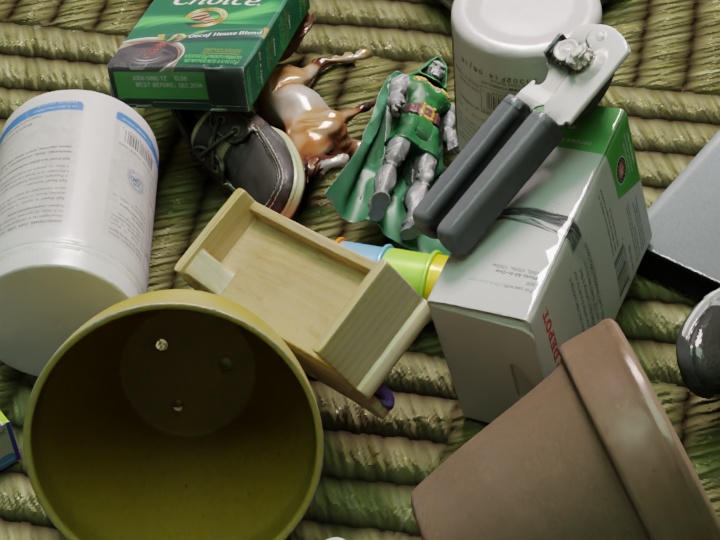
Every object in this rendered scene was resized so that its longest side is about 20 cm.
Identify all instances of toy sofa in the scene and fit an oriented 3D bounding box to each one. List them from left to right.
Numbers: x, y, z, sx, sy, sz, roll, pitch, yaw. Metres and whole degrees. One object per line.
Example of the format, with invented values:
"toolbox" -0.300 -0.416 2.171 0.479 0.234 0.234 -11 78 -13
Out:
"toy sofa" -0.035 0.022 1.388 0.083 0.098 0.200 -52 40 -10

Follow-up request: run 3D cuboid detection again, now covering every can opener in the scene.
"can opener" 0.119 -0.091 1.334 0.200 0.067 0.053 -48 48 -10

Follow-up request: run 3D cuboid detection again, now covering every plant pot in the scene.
"plant pot" -0.125 0.095 1.330 0.199 0.201 0.142 -5 18 0
"plant pot" 0.131 0.156 1.246 0.174 0.201 0.201 -26 46 5

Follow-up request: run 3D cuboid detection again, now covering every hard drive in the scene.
"hard drive" 0.315 -0.046 1.512 0.139 0.033 0.200 27 54 27

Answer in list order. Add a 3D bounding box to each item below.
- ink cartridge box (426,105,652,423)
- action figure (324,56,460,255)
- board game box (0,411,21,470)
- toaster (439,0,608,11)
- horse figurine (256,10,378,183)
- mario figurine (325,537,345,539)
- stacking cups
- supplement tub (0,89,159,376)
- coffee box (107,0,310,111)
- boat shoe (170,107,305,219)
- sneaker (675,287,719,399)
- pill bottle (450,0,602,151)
"ink cartridge box" 0.133 -0.002 1.387 0.084 0.146 0.201 12 55 26
"action figure" 0.044 -0.107 1.563 0.118 0.055 0.201 32 42 -18
"board game box" -0.362 0.101 1.423 0.134 0.045 0.200 -31 51 -23
"toaster" 0.137 -0.283 1.706 0.199 0.114 0.129 -30 46 -19
"horse figurine" -0.036 -0.144 1.630 0.132 0.050 0.200 -19 49 -21
"mario figurine" -0.032 0.243 1.186 0.199 0.124 0.106 -20 51 9
"stacking cups" 0.000 0.000 1.476 0.199 0.061 0.061 12 48 16
"supplement tub" -0.225 -0.031 1.480 0.131 0.132 0.201 -2 45 3
"coffee box" -0.124 -0.198 1.600 0.122 0.044 0.200 3 33 15
"boat shoe" -0.111 -0.106 1.571 0.066 0.072 0.201 16 25 -38
"sneaker" 0.322 0.027 1.359 0.199 0.075 0.115 -26 4 -32
"pill bottle" 0.130 -0.128 1.492 0.114 0.201 0.115 -3 46 3
